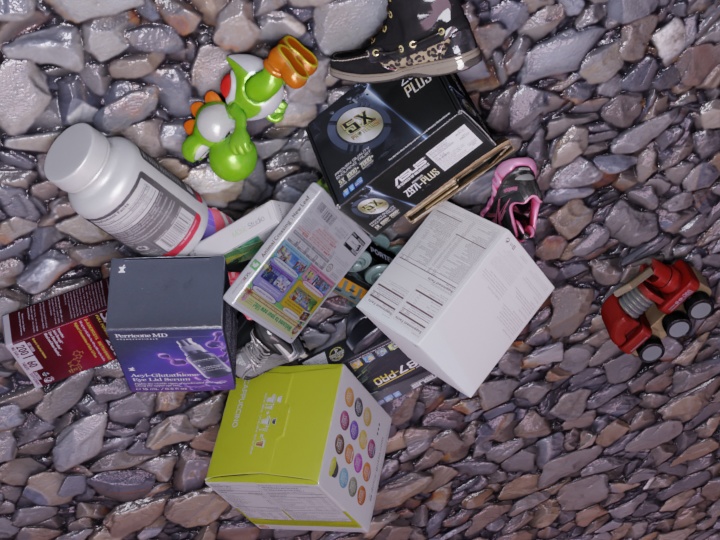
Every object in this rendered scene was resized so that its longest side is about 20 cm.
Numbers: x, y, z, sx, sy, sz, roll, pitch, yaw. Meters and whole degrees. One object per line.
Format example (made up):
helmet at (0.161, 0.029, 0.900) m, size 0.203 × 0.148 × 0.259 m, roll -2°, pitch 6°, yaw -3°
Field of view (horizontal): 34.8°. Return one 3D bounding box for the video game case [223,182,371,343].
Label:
video game case at (-0.077, -0.005, 1.484) m, size 0.182 × 0.022 × 0.200 m, roll -52°, pitch 155°, yaw -2°

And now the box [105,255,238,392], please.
box at (-0.240, 0.072, 1.488) m, size 0.147 × 0.105 × 0.200 m, roll -2°, pitch 152°, yaw 0°

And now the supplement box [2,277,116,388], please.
supplement box at (-0.386, 0.082, 1.613) m, size 0.199 × 0.061 × 0.109 m, roll -21°, pitch 139°, yaw -3°

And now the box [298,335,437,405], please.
box at (0.021, 0.159, 1.879) m, size 0.199 × 0.049 × 0.161 m, roll -26°, pitch 141°, yaw 8°

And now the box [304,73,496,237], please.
box at (0.047, -0.171, 1.451) m, size 0.200 × 0.164 × 0.086 m, roll -36°, pitch 137°, yaw 18°

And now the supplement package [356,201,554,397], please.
supplement package at (0.134, 0.037, 1.620) m, size 0.200 × 0.150 × 0.152 m, roll -51°, pitch 131°, yaw -7°

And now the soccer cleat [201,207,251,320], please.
soccer cleat at (-0.182, -0.010, 1.590) m, size 0.066 × 0.077 × 0.200 m, roll -24°, pitch 140°, yaw 1°

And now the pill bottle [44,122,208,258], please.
pill bottle at (-0.291, -0.096, 1.425) m, size 0.111 × 0.111 × 0.200 m, roll -35°, pitch 137°, yaw 15°

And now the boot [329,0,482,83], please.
boot at (0.041, -0.304, 1.363) m, size 0.199 × 0.073 × 0.151 m, roll 3°, pitch 117°, yaw 34°

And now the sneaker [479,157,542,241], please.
sneaker at (0.222, -0.067, 1.690) m, size 0.079 × 0.096 × 0.200 m, roll -9°, pitch 139°, yaw -17°

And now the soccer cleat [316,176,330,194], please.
soccer cleat at (0.030, -0.119, 1.578) m, size 0.199 × 0.068 × 0.081 m, roll -19°, pitch 152°, yaw -3°

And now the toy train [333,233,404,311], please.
toy train at (0.000, 0.000, 1.681) m, size 0.114 × 0.086 × 0.200 m, roll -34°, pitch 138°, yaw 28°

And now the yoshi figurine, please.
yoshi figurine at (-0.130, -0.184, 1.407) m, size 0.200 × 0.112 × 0.112 m, roll -40°, pitch 142°, yaw 24°

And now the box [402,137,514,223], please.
box at (0.133, -0.123, 1.536) m, size 0.163 × 0.021 × 0.200 m, roll -36°, pitch -178°, yaw 8°

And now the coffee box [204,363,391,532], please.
coffee box at (-0.093, 0.279, 1.795) m, size 0.199 × 0.200 × 0.198 m, roll -4°, pitch 146°, yaw 26°

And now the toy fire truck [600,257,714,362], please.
toy fire truck at (0.467, 0.053, 1.916) m, size 0.200 × 0.129 × 0.176 m, roll 28°, pitch 121°, yaw -28°

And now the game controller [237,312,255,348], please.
game controller at (-0.136, 0.071, 1.734) m, size 0.104 × 0.042 × 0.200 m, roll 3°, pitch 135°, yaw -46°

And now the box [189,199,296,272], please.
box at (-0.112, -0.040, 1.523) m, size 0.144 × 0.036 × 0.200 m, roll -28°, pitch 163°, yaw 27°

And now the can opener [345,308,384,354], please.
can opener at (0.057, 0.055, 1.777) m, size 0.200 × 0.079 × 0.063 m, roll -39°, pitch 138°, yaw 2°

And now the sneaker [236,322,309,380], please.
sneaker at (-0.146, 0.120, 1.657) m, size 0.115 × 0.075 × 0.200 m, roll -27°, pitch 165°, yaw 4°
